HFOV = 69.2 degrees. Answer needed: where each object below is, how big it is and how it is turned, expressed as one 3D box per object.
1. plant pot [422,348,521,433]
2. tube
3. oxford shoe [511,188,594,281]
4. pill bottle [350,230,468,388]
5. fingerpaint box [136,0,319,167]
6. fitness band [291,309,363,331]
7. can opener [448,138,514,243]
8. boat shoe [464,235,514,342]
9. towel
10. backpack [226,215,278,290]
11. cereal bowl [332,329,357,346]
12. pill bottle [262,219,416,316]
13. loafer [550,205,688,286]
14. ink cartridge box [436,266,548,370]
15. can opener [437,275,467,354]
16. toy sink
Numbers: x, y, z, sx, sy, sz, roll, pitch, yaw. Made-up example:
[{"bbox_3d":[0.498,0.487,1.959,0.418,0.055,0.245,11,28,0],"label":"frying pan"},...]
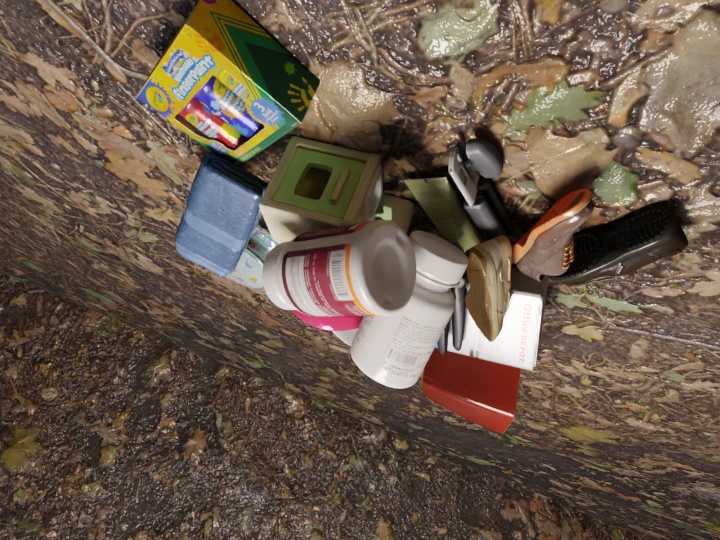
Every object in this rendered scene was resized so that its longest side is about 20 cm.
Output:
[{"bbox_3d":[0.218,0.187,1.031,0.172,0.204,0.201,10,157,13],"label":"plant pot"},{"bbox_3d":[0.143,-0.070,0.790,0.057,0.052,0.200,-31,128,17],"label":"tube"},{"bbox_3d":[0.263,-0.041,0.691,0.073,0.071,0.200,46,166,9],"label":"oxford shoe"},{"bbox_3d":[0.071,0.054,0.742,0.112,0.115,0.203,20,112,-9],"label":"pill bottle"},{"bbox_3d":[-0.178,-0.235,0.681,0.166,0.075,0.198,36,152,-29],"label":"fingerpaint box"},{"bbox_3d":[-0.055,0.045,0.873,0.141,0.038,0.200,6,-161,-29],"label":"fitness band"},{"bbox_3d":[0.174,-0.097,0.696,0.066,0.054,0.200,-1,149,38],"label":"can opener"},{"bbox_3d":[0.199,0.033,0.774,0.072,0.064,0.202,53,167,39],"label":"boat shoe"},{"bbox_3d":[-0.220,-0.081,0.814,0.110,0.049,0.201,28,132,-9],"label":"towel"},{"bbox_3d":[-0.187,-0.055,0.969,0.196,0.156,0.176,22,151,-11],"label":"backpack"},{"bbox_3d":[0.002,0.059,1.080,0.197,0.083,0.204,23,131,29],"label":"cereal bowl"},{"bbox_3d":[-0.034,0.002,0.683,0.197,0.116,0.114,-4,146,44],"label":"pill bottle"},{"bbox_3d":[0.340,-0.015,0.699,0.070,0.074,0.199,28,156,-17],"label":"loafer"},{"bbox_3d":[0.213,0.069,0.897,0.196,0.084,0.149,10,121,24],"label":"ink cartridge box"},{"bbox_3d":[0.145,0.051,0.842,0.062,0.079,0.204,-12,118,2],"label":"can opener"},{"bbox_3d":[-0.028,-0.098,0.769,0.196,0.132,0.113,17,155,13],"label":"toy sink"}]
